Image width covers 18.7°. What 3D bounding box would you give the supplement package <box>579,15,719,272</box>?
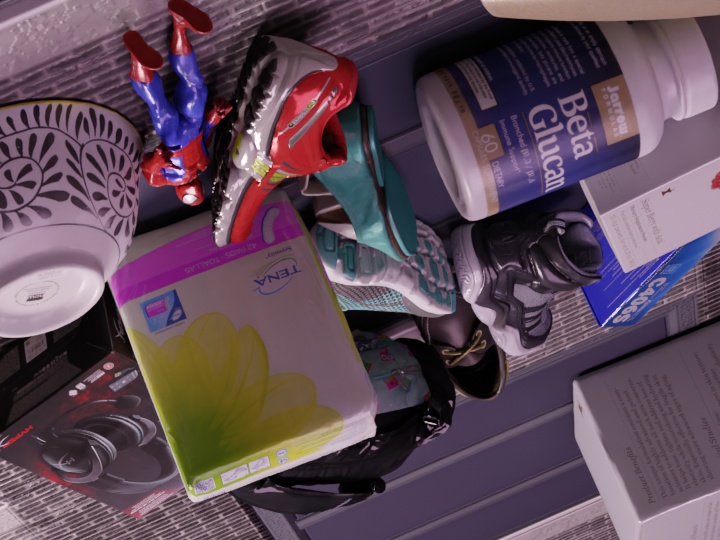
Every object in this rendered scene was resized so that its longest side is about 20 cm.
[{"bbox_3d":[0.258,-0.109,1.668,0.199,0.120,0.121,-26,153,6],"label":"supplement package"}]

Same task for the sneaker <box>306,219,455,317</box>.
[{"bbox_3d":[0.000,0.000,1.741,0.091,0.078,0.200,-20,156,32],"label":"sneaker"}]

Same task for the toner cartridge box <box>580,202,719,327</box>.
[{"bbox_3d":[0.248,-0.046,1.810,0.043,0.095,0.200,-4,149,-37],"label":"toner cartridge box"}]

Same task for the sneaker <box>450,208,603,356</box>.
[{"bbox_3d":[0.155,0.010,1.839,0.113,0.076,0.200,-15,153,16],"label":"sneaker"}]

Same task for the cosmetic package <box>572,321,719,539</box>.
[{"bbox_3d":[0.336,0.174,2.217,0.199,0.168,0.167,-21,155,-4],"label":"cosmetic package"}]

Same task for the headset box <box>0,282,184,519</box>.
[{"bbox_3d":[-0.182,0.108,1.723,0.149,0.078,0.200,-34,138,23],"label":"headset box"}]

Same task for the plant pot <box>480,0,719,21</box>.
[{"bbox_3d":[0.161,-0.228,1.330,0.199,0.188,0.187,-14,157,17],"label":"plant pot"}]

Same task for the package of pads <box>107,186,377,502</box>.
[{"bbox_3d":[-0.086,0.052,1.598,0.154,0.201,0.068,-20,160,-8],"label":"package of pads"}]

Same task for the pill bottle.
[{"bbox_3d":[0.149,-0.120,1.568,0.199,0.111,0.111,-22,154,-5],"label":"pill bottle"}]

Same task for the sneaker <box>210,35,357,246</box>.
[{"bbox_3d":[-0.053,-0.078,1.499,0.084,0.077,0.200,8,145,-16],"label":"sneaker"}]

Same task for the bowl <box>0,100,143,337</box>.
[{"bbox_3d":[-0.227,-0.017,1.474,0.200,0.095,0.201,-19,155,-10],"label":"bowl"}]

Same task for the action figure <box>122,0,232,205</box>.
[{"bbox_3d":[-0.120,-0.099,1.452,0.065,0.052,0.200,-44,162,-20],"label":"action figure"}]

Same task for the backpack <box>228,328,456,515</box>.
[{"bbox_3d":[-0.039,0.123,1.857,0.199,0.127,0.167,-5,146,-36],"label":"backpack"}]

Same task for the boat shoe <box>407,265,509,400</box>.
[{"bbox_3d":[0.091,0.056,1.913,0.071,0.061,0.201,-26,154,5],"label":"boat shoe"}]

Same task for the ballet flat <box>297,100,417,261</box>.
[{"bbox_3d":[-0.008,-0.064,1.613,0.070,0.068,0.200,-7,154,9],"label":"ballet flat"}]
